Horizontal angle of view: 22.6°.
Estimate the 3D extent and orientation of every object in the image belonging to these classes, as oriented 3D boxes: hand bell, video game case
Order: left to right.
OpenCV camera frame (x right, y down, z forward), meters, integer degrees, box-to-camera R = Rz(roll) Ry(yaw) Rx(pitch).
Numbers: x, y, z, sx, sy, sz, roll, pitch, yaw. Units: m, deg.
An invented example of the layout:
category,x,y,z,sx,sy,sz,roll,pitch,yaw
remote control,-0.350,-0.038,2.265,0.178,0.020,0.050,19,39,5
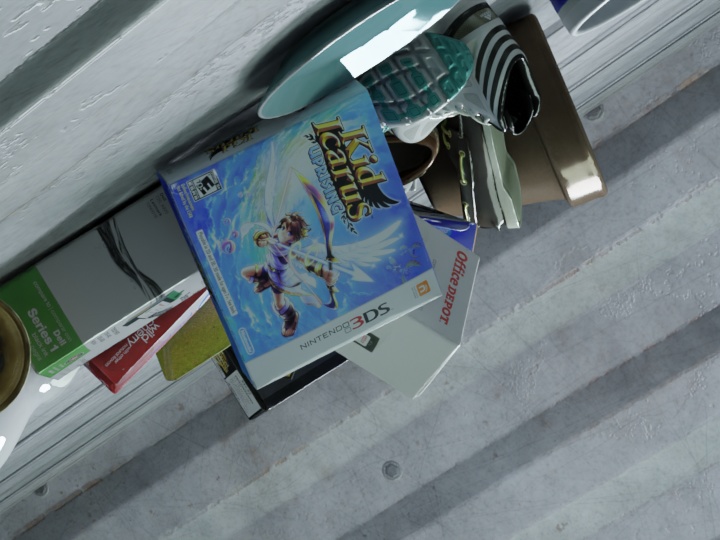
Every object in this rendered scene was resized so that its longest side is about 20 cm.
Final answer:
category,x,y,z,sx,sy,sz,roll,pitch,yaw
hand bell,-0.332,0.067,1.473,0.104,0.105,0.200,-31,-172,-15
video game case,-0.046,-0.029,1.481,0.180,0.201,0.045,-27,-154,-10

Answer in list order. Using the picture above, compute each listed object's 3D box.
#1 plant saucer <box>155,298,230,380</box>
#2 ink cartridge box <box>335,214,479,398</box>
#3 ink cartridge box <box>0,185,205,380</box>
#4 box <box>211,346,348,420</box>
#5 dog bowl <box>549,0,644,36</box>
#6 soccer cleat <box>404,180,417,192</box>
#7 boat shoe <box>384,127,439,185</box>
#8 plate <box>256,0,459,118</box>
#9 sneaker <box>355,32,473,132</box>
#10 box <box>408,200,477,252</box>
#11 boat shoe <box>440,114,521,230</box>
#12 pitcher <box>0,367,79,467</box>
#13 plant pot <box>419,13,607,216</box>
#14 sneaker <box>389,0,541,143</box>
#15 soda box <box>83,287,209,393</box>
category,x,y,z,sx,sy,sz,roll,pitch,yaw
plant saucer,-0.137,-0.002,1.789,0.199,0.048,0.200,-33,-149,-1
ink cartridge box,0.000,0.000,1.625,0.084,0.199,0.146,-51,-168,35
ink cartridge box,-0.206,0.006,1.558,0.199,0.085,0.146,-32,177,-5
box,-0.092,0.032,1.982,0.199,0.200,0.050,-29,177,-33
dog bowl,0.245,-0.289,1.548,0.199,0.079,0.200,-33,177,-2
soccer cleat,0.023,-0.106,1.899,0.069,0.087,0.200,-3,-172,20
boat shoe,-0.017,-0.093,1.710,0.199,0.076,0.072,-26,-155,4
plate,0.001,-0.179,1.359,0.199,0.026,0.200,-33,177,-2
sneaker,0.010,-0.148,1.537,0.199,0.078,0.091,-24,-176,21
box,0.031,-0.046,1.788,0.118,0.042,0.200,7,-171,-22
boat shoe,0.109,-0.119,1.729,0.060,0.202,0.072,-6,-141,16
pitcher,-0.373,0.143,1.677,0.200,0.121,0.172,-42,175,-45
plant pot,0.140,-0.138,1.857,0.173,0.202,0.200,-24,178,9
sneaker,0.087,-0.144,1.569,0.075,0.116,0.201,-28,163,-28
soda box,-0.183,0.018,1.677,0.200,0.070,0.063,-46,178,-14
